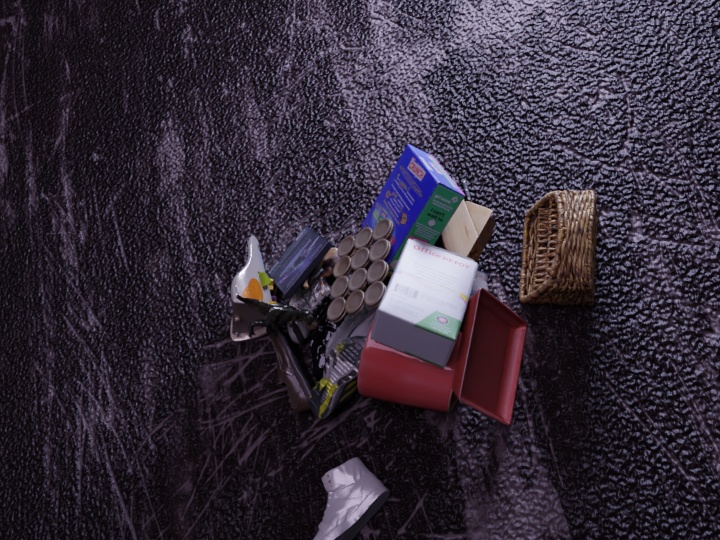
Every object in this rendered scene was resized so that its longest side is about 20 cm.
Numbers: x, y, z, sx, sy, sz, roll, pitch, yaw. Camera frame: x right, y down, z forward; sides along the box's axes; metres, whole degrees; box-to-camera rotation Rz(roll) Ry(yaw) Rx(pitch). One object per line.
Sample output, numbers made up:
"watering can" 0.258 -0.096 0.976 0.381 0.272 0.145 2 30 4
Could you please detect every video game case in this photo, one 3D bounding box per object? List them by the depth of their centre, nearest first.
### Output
"video game case" -0.135 -0.022 1.514 0.144 0.019 0.200 -50 23 -2

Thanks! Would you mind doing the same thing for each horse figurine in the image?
"horse figurine" -0.041 -0.004 1.452 0.195 0.050 0.134 -1 47 22

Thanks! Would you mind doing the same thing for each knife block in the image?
"knife block" 0.175 -0.093 1.406 0.173 0.064 0.202 21 67 28

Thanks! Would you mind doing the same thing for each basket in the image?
"basket" 0.367 -0.047 1.316 0.146 0.143 0.205 2 70 22

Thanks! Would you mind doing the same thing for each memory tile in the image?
"memory tile" 0.000 0.000 1.352 0.152 0.017 0.203 -24 44 37

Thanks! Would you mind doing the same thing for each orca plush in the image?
"orca plush" -0.058 0.130 1.459 0.104 0.071 0.202 27 82 28

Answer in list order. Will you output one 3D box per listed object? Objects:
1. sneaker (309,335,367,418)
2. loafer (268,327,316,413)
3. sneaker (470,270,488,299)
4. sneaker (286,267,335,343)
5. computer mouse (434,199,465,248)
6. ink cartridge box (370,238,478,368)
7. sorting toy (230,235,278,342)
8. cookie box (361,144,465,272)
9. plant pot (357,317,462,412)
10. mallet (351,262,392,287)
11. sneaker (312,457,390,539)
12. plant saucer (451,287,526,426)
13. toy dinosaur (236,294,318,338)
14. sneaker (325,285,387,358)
"sneaker" -0.031 0.203 1.381 0.075 0.084 0.202 46 118 24
"loafer" -0.153 0.211 1.465 0.070 0.073 0.202 -33 61 7
"sneaker" 0.158 0.050 1.399 0.195 0.077 0.082 -6 60 19
"sneaker" -0.095 0.061 1.500 0.086 0.076 0.204 8 73 24
"computer mouse" 0.147 -0.069 1.466 0.196 0.053 0.141 -18 65 14
"ink cartridge box" 0.118 0.053 1.250 0.142 0.089 0.202 20 47 7
"sorting toy" -0.233 0.031 1.522 0.104 0.201 0.184 -2 62 -12
"cookie box" 0.100 -0.118 1.390 0.202 0.074 0.172 -59 32 23
"plant pot" 0.110 0.168 1.319 0.174 0.201 0.204 18 77 18
"mallet" 0.068 -0.004 1.468 0.196 0.041 0.067 -10 62 26
"sneaker" -0.049 0.453 1.333 0.200 0.074 0.115 -43 59 -10
"plant saucer" 0.232 0.159 1.267 0.036 0.198 0.204 -1 68 39
"toy dinosaur" -0.184 0.097 1.421 0.089 0.197 0.048 -52 40 26
"sneaker" 0.011 0.115 1.399 0.201 0.080 0.077 -51 17 24
